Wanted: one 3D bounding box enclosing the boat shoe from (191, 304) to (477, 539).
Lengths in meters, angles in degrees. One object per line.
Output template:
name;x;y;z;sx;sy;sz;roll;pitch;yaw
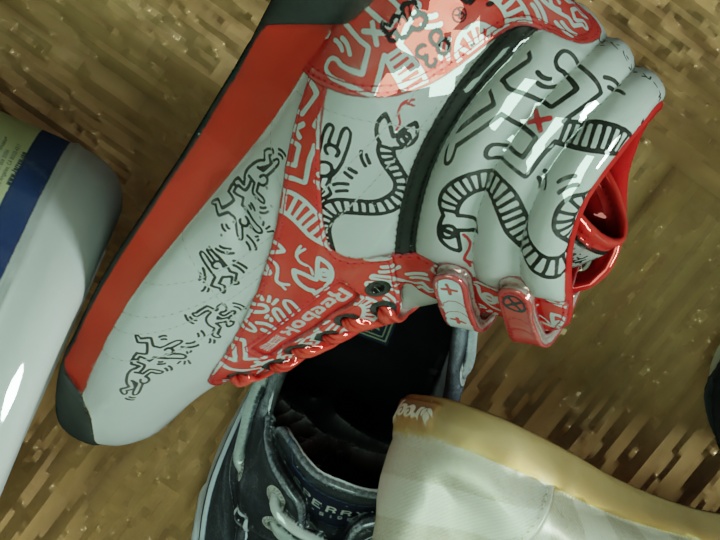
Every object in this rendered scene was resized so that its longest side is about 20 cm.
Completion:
boat shoe;-0.005;0.057;0.841;0.071;0.068;0.201;20;111;-3

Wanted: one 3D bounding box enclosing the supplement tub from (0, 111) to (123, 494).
supplement tub;-0.181;-0.002;0.792;0.199;0.145;0.146;23;111;-4

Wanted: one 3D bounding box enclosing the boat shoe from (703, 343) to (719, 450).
boat shoe;0.179;-0.006;0.807;0.074;0.063;0.201;42;107;-10

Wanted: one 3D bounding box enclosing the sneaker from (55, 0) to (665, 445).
sneaker;0.000;0.000;0.755;0.108;0.067;0.202;36;122;5

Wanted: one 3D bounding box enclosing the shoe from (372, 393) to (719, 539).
shoe;0.085;0.093;0.821;0.199;0.070;0.054;24;74;-27
